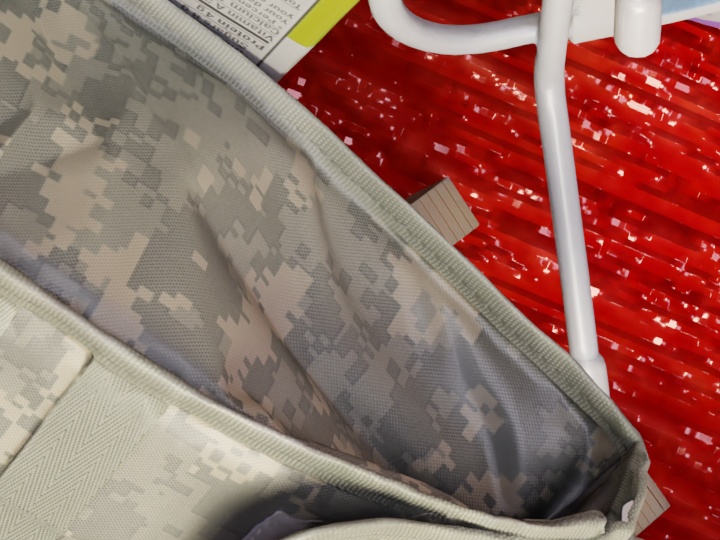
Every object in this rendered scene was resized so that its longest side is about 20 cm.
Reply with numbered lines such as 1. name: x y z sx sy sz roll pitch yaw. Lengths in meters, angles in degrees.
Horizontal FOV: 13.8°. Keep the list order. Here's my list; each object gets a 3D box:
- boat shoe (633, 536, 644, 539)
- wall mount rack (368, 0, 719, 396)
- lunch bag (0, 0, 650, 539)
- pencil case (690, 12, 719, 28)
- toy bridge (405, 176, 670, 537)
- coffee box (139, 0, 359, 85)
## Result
1. boat shoe: 0.101 0.153 0.737 0.074 0.066 0.199 -30 90 6
2. wall mount rack: 0.105 -0.046 0.702 0.200 0.174 0.075 -12 59 -8
3. lunch bag: -0.053 0.046 0.683 0.200 0.164 0.118 35 43 -11
4. pencil case: 0.115 -0.155 0.765 0.085 0.084 0.200 5 91 16
5. toy bridge: 0.000 0.000 0.770 0.067 0.027 0.200 -37 96 -33
6. coffee box: -0.046 -0.180 0.670 0.200 0.198 0.200 33 71 -7
